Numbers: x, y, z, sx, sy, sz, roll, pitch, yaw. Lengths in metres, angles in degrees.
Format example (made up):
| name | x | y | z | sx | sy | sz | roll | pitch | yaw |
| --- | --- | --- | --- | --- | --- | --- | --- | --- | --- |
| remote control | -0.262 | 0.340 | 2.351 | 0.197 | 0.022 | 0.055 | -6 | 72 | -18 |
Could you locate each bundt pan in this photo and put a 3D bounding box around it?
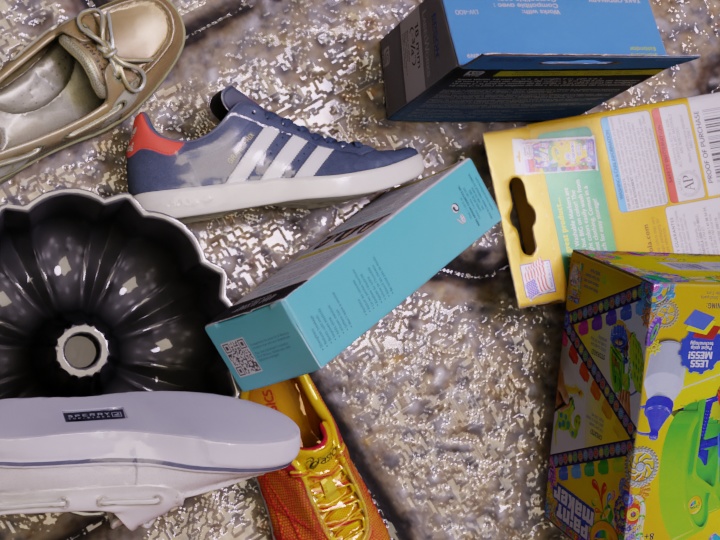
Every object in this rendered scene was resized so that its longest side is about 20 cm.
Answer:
| name | x | y | z | sx | sy | sz | roll | pitch | yaw |
| --- | --- | --- | --- | --- | --- | --- | --- | --- | --- |
| bundt pan | -0.178 | 0.053 | 0.954 | 0.202 | 0.076 | 0.202 | 2 | 83 | -16 |

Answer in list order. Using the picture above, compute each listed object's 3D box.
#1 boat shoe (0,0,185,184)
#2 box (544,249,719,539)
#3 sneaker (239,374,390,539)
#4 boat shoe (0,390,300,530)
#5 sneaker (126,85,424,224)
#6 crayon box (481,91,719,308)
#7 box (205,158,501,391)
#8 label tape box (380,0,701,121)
| name | x | y | z | sx | sy | sz | roll | pitch | yaw |
| --- | --- | --- | --- | --- | --- | --- | --- | --- | --- |
| boat shoe | -0.195 | -0.116 | 0.974 | 0.201 | 0.063 | 0.073 | -33 | 94 | -16 |
| box | 0.245 | 0.092 | 1.018 | 0.200 | 0.122 | 0.193 | 1 | 101 | -18 |
| sneaker | -0.031 | 0.141 | 0.986 | 0.073 | 0.077 | 0.200 | -32 | 95 | -18 |
| boat shoe | -0.135 | 0.116 | 0.894 | 0.200 | 0.071 | 0.070 | 0 | 112 | -19 |
| sneaker | -0.056 | -0.082 | 1.003 | 0.200 | 0.075 | 0.085 | -7 | 87 | -17 |
| crayon box | 0.182 | -0.049 | 1.078 | 0.200 | 0.052 | 0.126 | -10 | 87 | -17 |
| box | 0.000 | 0.000 | 0.965 | 0.200 | 0.082 | 0.049 | -38 | 103 | -41 |
| label tape box | 0.110 | -0.146 | 0.990 | 0.144 | 0.200 | 0.063 | -2 | 85 | -16 |
